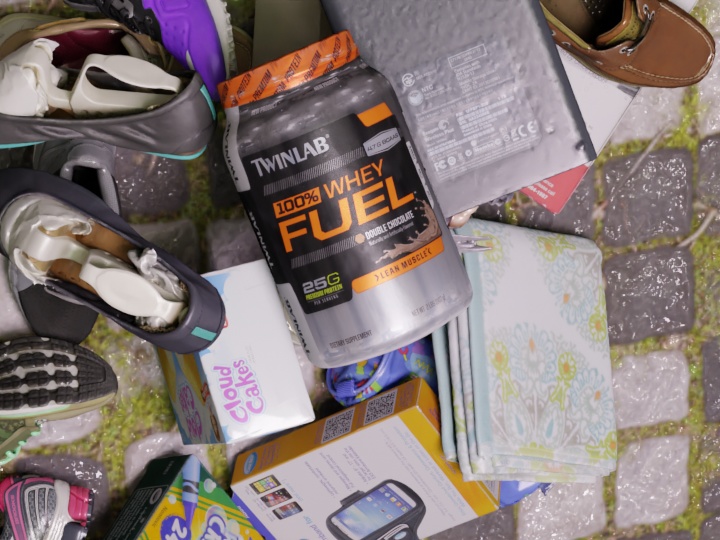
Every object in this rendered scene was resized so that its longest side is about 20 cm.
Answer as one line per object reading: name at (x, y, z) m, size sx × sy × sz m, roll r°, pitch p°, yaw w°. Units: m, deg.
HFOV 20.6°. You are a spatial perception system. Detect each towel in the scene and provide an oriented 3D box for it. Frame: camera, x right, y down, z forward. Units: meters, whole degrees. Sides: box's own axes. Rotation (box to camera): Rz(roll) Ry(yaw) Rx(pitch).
towel at (0.125, 0.064, 1.522) m, size 0.170 × 0.048 × 0.202 m, roll 9°, pitch 73°, yaw -44°

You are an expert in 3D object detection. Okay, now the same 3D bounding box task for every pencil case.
pencil case at (0.065, 0.114, 1.559) m, size 0.200 × 0.078 × 0.087 m, roll 36°, pitch 59°, yaw -24°

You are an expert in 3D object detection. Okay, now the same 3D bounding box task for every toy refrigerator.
toy refrigerator at (-0.036, -0.135, 1.446) m, size 0.076 × 0.070 × 0.202 m, roll -16°, pitch 114°, yaw -49°

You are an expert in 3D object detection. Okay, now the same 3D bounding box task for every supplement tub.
supplement tub at (-0.014, -0.048, 1.305) m, size 0.122 × 0.122 × 0.201 m, roll -24°, pitch 97°, yaw -11°

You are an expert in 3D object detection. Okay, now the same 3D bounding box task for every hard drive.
hard drive at (0.062, -0.146, 1.350) m, size 0.139 × 0.033 × 0.201 m, roll -21°, pitch 98°, yaw 7°

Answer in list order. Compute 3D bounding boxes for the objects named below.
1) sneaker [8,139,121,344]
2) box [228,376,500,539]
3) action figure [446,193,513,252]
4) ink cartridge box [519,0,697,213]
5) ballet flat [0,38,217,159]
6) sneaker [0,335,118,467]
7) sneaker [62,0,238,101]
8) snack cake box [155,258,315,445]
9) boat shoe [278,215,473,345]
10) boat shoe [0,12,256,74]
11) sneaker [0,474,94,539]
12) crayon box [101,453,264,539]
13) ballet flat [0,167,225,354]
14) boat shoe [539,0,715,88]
sneaker at (-0.206, -0.009, 1.390) m, size 0.074 × 0.116 × 0.201 m, roll 0°, pitch 122°, yaw -14°
box at (-0.005, 0.167, 1.532) m, size 0.199 × 0.042 × 0.119 m, roll -23°, pitch 120°, yaw 26°
action figure at (0.051, -0.092, 1.409) m, size 0.129 × 0.069 × 0.202 m, roll 9°, pitch 96°, yaw -4°
ink cartridge box at (0.137, -0.169, 1.497) m, size 0.146 × 0.083 × 0.201 m, roll 32°, pitch 94°, yaw -24°
ballet flat at (-0.194, -0.120, 1.322) m, size 0.198 × 0.068 × 0.069 m, roll 3°, pitch 135°, yaw 0°
sneaker at (-0.268, 0.111, 1.446) m, size 0.198 × 0.077 × 0.089 m, roll -13°, pitch 133°, yaw 6°
sneaker at (-0.156, -0.194, 1.364) m, size 0.099 × 0.070 × 0.201 m, roll -24°, pitch 75°, yaw -8°
snack cake box at (-0.097, 0.062, 1.408) m, size 0.067 × 0.200 × 0.116 m, roll -15°, pitch 88°, yaw -14°
boat shoe at (0.001, 0.002, 1.509) m, size 0.199 × 0.066 × 0.075 m, roll -35°, pitch 102°, yaw -31°
boat shoe at (-0.164, -0.145, 1.408) m, size 0.198 × 0.066 × 0.075 m, roll -3°, pitch 107°, yaw -18°
sneaker at (-0.261, 0.250, 1.495) m, size 0.074 × 0.081 × 0.201 m, roll 17°, pitch 94°, yaw -5°
crayon box at (-0.116, 0.256, 1.521) m, size 0.200 × 0.051 × 0.126 m, roll 54°, pitch 46°, yaw -25°
ballet flat at (-0.178, -0.010, 1.285) m, size 0.199 × 0.073 × 0.073 m, roll 31°, pitch 96°, yaw 12°
boat shoe at (0.179, -0.176, 1.426) m, size 0.199 × 0.068 × 0.072 m, roll 17°, pitch 98°, yaw -23°
